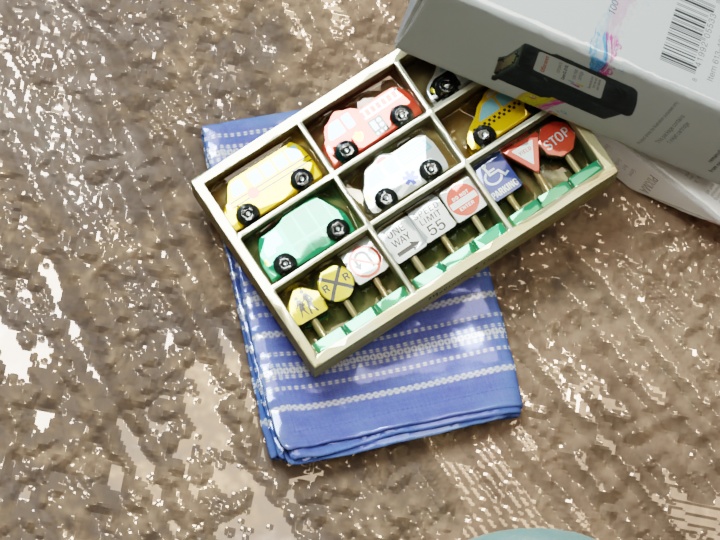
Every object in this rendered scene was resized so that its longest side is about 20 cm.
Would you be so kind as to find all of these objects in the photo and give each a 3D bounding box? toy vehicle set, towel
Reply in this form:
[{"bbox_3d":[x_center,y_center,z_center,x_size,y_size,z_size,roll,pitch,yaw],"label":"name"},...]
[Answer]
[{"bbox_3d":[0.024,-0.048,1.452,0.200,0.027,0.124,-33,79,-9],"label":"toy vehicle set"},{"bbox_3d":[0.000,0.000,1.469,0.145,0.024,0.200,-11,75,-11],"label":"towel"}]

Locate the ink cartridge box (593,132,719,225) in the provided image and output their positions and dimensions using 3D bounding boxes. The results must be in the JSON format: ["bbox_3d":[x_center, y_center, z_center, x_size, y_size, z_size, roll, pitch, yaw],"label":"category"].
[{"bbox_3d":[0.223,-0.095,1.514,0.200,0.050,0.161,39,73,3],"label":"ink cartridge box"}]

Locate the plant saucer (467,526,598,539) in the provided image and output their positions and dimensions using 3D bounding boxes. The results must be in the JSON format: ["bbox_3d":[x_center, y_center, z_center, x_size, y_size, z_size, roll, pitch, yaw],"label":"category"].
[{"bbox_3d":[0.097,0.231,1.403,0.201,0.039,0.201,2,73,-5],"label":"plant saucer"}]

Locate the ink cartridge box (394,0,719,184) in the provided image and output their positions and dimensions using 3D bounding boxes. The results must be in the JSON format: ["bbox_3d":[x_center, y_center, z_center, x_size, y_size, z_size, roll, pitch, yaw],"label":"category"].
[{"bbox_3d":[0.137,-0.157,1.438,0.200,0.083,0.146,23,66,-6],"label":"ink cartridge box"}]
